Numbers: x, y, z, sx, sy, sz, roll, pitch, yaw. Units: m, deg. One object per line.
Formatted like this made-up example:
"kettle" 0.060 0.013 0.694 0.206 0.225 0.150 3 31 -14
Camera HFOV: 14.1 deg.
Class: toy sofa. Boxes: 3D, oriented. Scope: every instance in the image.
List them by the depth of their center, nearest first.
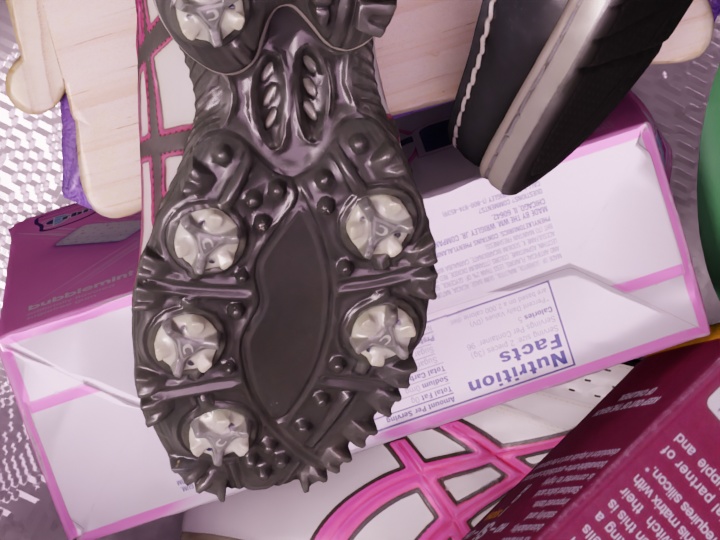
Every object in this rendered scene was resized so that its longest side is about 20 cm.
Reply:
"toy sofa" -0.003 -0.089 0.823 0.199 0.083 0.098 -16 101 0

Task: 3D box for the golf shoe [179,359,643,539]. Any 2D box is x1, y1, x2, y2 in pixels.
"golf shoe" 0.042 0.059 0.898 0.199 0.073 0.093 -6 79 0

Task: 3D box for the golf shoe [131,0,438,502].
"golf shoe" -0.023 -0.039 0.746 0.077 0.088 0.201 -2 116 -9

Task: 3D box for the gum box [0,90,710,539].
"gum box" 0.000 0.000 0.844 0.199 0.114 0.066 -18 107 1

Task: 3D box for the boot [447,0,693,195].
"boot" 0.028 -0.137 0.737 0.153 0.073 0.204 31 119 16

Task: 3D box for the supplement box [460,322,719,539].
"supplement box" 0.065 0.119 0.792 0.200 0.086 0.110 -43 95 -16

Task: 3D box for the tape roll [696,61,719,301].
"tape roll" 0.190 -0.045 0.834 0.200 0.048 0.201 -17 124 -26
